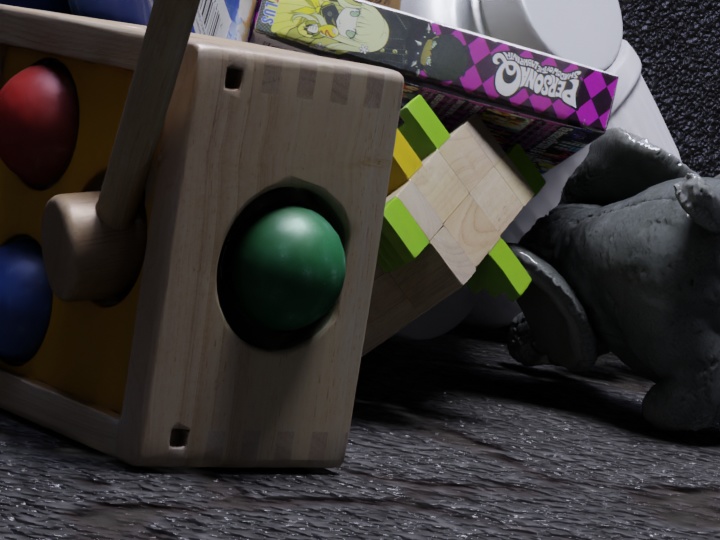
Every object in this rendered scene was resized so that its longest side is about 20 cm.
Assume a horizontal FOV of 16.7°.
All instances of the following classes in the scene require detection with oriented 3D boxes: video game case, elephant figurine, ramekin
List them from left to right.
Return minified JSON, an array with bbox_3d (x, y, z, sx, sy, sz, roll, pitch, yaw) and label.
[{"bbox_3d":[0.026,-0.096,1.280,0.180,0.036,0.200,16,-6,-4],"label":"video game case"},{"bbox_3d":[0.107,-0.048,1.511,0.202,0.094,0.202,-34,13,9],"label":"ramekin"},{"bbox_3d":[0.124,0.003,1.251,0.199,0.156,0.141,20,17,41],"label":"elephant figurine"}]

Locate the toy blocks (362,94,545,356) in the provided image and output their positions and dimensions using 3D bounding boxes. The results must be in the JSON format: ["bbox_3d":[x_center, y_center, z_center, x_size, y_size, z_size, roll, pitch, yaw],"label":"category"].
[{"bbox_3d":[0.000,0.000,1.166,0.136,0.100,0.200,-35,5,24],"label":"toy blocks"}]

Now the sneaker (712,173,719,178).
[{"bbox_3d":[0.206,0.016,1.411,0.200,0.121,0.084,-27,-7,-45],"label":"sneaker"}]

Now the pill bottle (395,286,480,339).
[{"bbox_3d":[-0.020,-0.021,1.359,0.112,0.113,0.200,5,7,-37],"label":"pill bottle"}]

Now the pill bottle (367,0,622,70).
[{"bbox_3d":[0.051,-0.121,1.441,0.114,0.115,0.200,3,-20,-44],"label":"pill bottle"}]

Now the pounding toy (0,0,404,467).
[{"bbox_3d":[-0.079,-0.027,0.944,0.142,0.185,0.200,4,7,-39],"label":"pounding toy"}]

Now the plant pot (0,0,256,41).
[{"bbox_3d":[-0.153,-0.137,1.133,0.179,0.201,0.201,0,46,13],"label":"plant pot"}]
